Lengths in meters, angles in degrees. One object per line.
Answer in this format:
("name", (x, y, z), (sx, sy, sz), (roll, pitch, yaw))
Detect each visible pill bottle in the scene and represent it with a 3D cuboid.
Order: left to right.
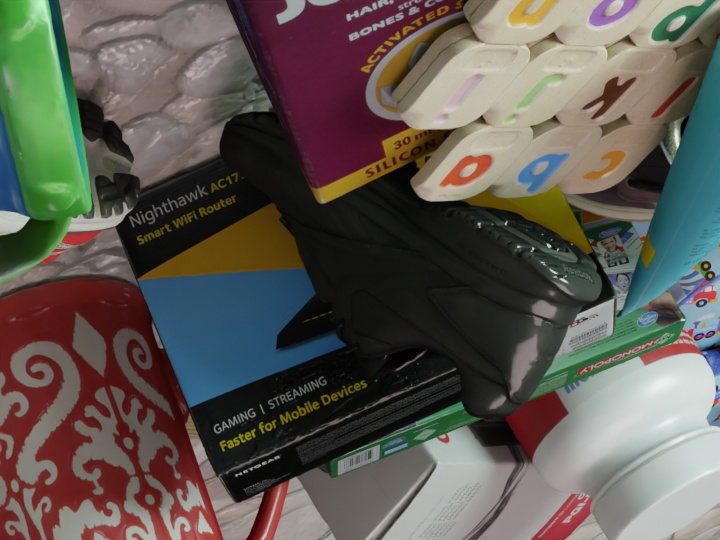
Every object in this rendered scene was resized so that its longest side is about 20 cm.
("pill bottle", (0.125, 0.049, 0.980), (0.112, 0.201, 0.112), (-25, 155, -13))

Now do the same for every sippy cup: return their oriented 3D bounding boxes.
("sippy cup", (-0.162, -0.074, 0.571), (0.129, 0.179, 0.140), (-10, -178, -7))

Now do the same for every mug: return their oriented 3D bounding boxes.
("mug", (-0.117, 0.113, 0.882), (0.177, 0.201, 0.133), (-30, 155, 11))

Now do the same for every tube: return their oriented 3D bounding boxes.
("tube", (0.155, -0.041, 0.744), (0.077, 0.050, 0.200), (-32, 160, -17))

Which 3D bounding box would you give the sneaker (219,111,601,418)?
("sneaker", (0.005, -0.006, 0.765), (0.076, 0.200, 0.091), (4, 114, -53))

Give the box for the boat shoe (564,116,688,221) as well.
("boat shoe", (0.164, -0.061, 0.873), (0.072, 0.199, 0.065), (-54, 141, -22))

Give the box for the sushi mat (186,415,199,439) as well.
("sushi mat", (-0.072, 0.078, 1.083), (0.096, 0.012, 0.200), (-37, 153, 26))

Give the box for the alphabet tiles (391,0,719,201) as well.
("alphabet tiles", (0.110, -0.090, 0.674), (0.199, 0.015, 0.196), (-5, 149, -39))

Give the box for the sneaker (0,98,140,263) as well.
("sneaker", (-0.181, -0.025, 0.706), (0.199, 0.077, 0.085), (4, 149, -46))

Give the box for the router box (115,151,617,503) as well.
("router box", (0.000, 0.000, 0.833), (0.199, 0.150, 0.051), (-24, 156, -4))

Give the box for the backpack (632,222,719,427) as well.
("backpack", (0.222, 0.010, 1.087), (0.182, 0.135, 0.200), (-17, 151, -20))

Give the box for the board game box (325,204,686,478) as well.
("board game box", (0.051, 0.010, 0.919), (0.199, 0.135, 0.029), (-20, 154, -11))

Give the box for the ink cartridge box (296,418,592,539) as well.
("ink cartridge box", (0.047, 0.088, 1.045), (0.199, 0.147, 0.083), (5, 131, -50))

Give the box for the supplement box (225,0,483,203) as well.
("supplement box", (0.009, -0.130, 0.640), (0.130, 0.104, 0.200), (-24, 155, -1))
